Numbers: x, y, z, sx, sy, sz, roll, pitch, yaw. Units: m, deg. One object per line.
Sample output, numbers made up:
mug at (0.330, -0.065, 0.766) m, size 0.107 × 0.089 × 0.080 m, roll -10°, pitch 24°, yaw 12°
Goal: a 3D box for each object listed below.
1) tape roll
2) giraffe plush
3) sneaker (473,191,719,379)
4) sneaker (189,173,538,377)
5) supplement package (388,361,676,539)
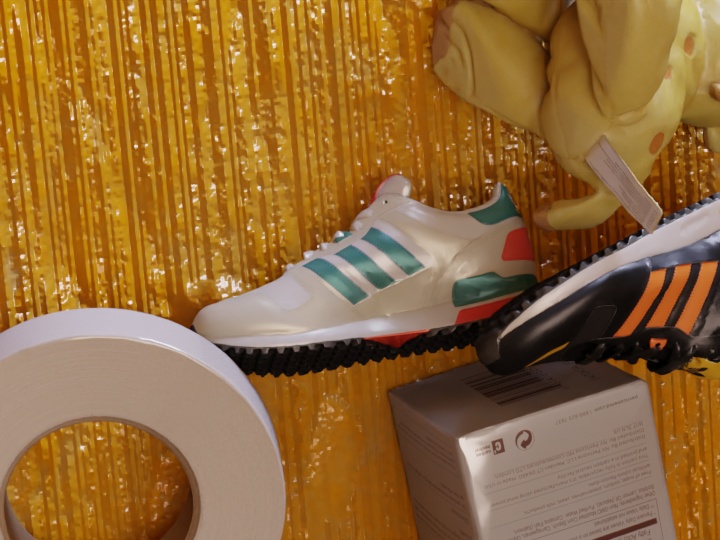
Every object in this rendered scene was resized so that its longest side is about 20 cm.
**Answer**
tape roll at (-0.139, 0.119, 1.334) m, size 0.201 × 0.037 × 0.204 m, roll -2°, pitch 112°, yaw -6°
giraffe plush at (0.160, -0.125, 1.353) m, size 0.161 × 0.172 × 0.201 m, roll -19°, pitch 77°, yaw -37°
sneaker at (0.157, 0.025, 1.331) m, size 0.199 × 0.070 × 0.090 m, roll -27°, pitch 88°, yaw -27°
sneaker at (0.001, 0.000, 1.375) m, size 0.198 × 0.070 × 0.094 m, roll -8°, pitch 77°, yaw -7°
supplement package at (0.104, 0.157, 1.401) m, size 0.116 × 0.117 × 0.202 m, roll -16°, pitch 106°, yaw -16°
